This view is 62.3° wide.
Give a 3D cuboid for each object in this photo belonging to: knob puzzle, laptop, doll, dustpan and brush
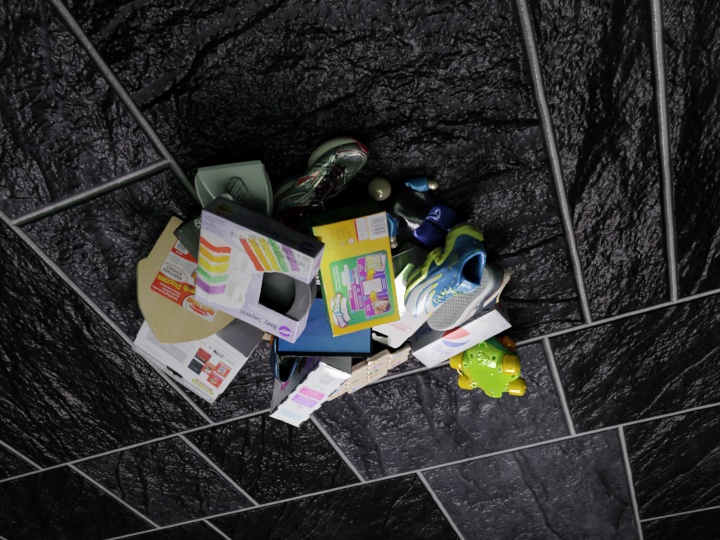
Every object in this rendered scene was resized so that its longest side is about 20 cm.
[{"bbox_3d":[-0.305,0.036,1.048,0.219,0.220,0.030,35,157,-29],"label":"knob puzzle"},{"bbox_3d":[-0.049,0.049,1.016,0.176,0.104,0.200,3,137,-14],"label":"laptop"},{"bbox_3d":[0.093,-0.093,1.012,0.200,0.049,0.137,32,106,-24],"label":"doll"},{"bbox_3d":[-0.186,-0.070,0.960,0.139,0.057,0.200,-1,128,28],"label":"dustpan and brush"}]

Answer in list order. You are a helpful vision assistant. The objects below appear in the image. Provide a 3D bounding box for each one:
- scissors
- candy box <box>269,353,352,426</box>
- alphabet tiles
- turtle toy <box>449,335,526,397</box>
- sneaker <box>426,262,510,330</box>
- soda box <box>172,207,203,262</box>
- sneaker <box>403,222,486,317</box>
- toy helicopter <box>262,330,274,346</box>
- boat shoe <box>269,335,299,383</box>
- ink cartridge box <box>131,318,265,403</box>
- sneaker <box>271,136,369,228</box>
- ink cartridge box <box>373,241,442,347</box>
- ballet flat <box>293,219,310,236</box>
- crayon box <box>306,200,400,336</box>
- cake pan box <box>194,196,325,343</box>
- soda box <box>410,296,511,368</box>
[{"bbox_3d":[0.000,0.000,1.072,0.199,0.073,0.014,-21,90,30],"label":"scissors"},{"bbox_3d":[-0.096,0.182,1.179,0.071,0.168,0.200,26,126,-21],"label":"candy box"},{"bbox_3d":[0.013,0.211,1.234,0.195,0.015,0.200,-26,161,-10],"label":"alphabet tiles"},{"bbox_3d":[0.279,0.200,1.249,0.145,0.101,0.200,2,140,29],"label":"turtle toy"},{"bbox_3d":[0.205,0.053,1.128,0.079,0.079,0.200,-5,154,-36],"label":"sneaker"},{"bbox_3d":[-0.227,-0.016,1.035,0.071,0.063,0.200,-28,111,22],"label":"soda box"},{"bbox_3d":[0.141,0.017,0.998,0.076,0.105,0.200,20,116,-21],"label":"sneaker"},{"bbox_3d":[-0.153,0.050,1.139,0.132,0.079,0.200,29,115,-14],"label":"toy helicopter"},{"bbox_3d":[-0.119,0.114,1.095,0.084,0.069,0.201,1,111,-16],"label":"boat shoe"},{"bbox_3d":[-0.315,0.134,1.146,0.200,0.084,0.176,37,125,-4],"label":"ink cartridge box"},{"bbox_3d":[-0.063,-0.134,0.953,0.200,0.075,0.081,-37,133,25],"label":"sneaker"},{"bbox_3d":[0.078,0.051,1.133,0.117,0.067,0.200,24,126,-23],"label":"ink cartridge box"},{"bbox_3d":[-0.073,-0.053,1.033,0.199,0.069,0.071,12,144,-8],"label":"ballet flat"},{"bbox_3d":[-0.009,-0.001,0.966,0.118,0.058,0.201,-13,115,-8],"label":"crayon box"},{"bbox_3d":[-0.160,0.004,0.940,0.199,0.052,0.185,24,129,8],"label":"cake pan box"},{"bbox_3d":[0.197,0.116,1.195,0.200,0.068,0.063,-32,125,25],"label":"soda box"}]
